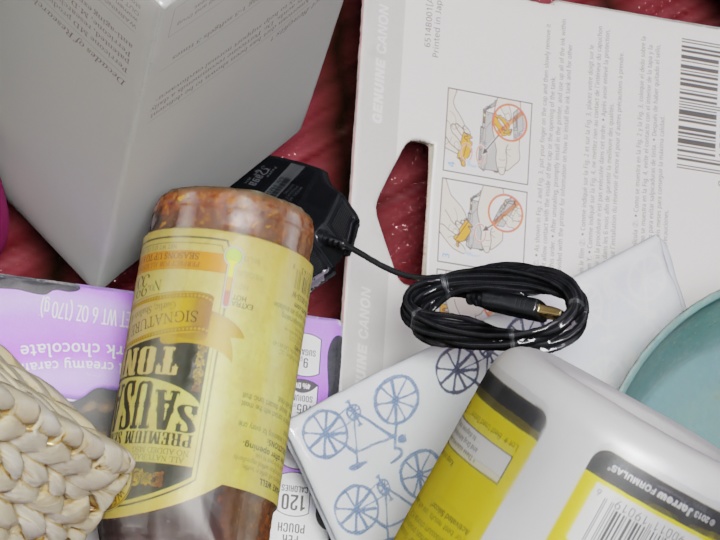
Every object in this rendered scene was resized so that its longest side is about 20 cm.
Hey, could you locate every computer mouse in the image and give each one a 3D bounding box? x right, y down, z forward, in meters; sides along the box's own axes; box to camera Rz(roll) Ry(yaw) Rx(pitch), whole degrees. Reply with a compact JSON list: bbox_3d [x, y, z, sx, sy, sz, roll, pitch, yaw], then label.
[{"bbox_3d":[0.000,0.000,0.941,0.059,0.199,0.034,-45,139,-31],"label":"computer mouse"}]

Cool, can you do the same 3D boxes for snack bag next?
[{"bbox_3d":[0.078,0.111,0.952,0.188,0.021,0.201,-24,99,-27],"label":"snack bag"}]

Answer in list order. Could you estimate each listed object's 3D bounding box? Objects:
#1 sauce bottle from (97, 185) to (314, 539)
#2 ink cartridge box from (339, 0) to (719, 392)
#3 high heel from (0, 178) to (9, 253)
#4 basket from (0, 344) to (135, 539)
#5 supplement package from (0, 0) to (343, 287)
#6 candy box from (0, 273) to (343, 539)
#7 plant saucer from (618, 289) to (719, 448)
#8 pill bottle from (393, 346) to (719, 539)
[{"bbox_3d":[-0.058,0.073,0.871,0.065,0.066,0.202,12,73,-15],"label":"sauce bottle"},{"bbox_3d":[0.070,-0.011,1.016,0.175,0.045,0.202,8,76,-18],"label":"ink cartridge box"},{"bbox_3d":[-0.135,-0.066,0.853,0.095,0.201,0.068,-9,51,11],"label":"high heel"},{"bbox_3d":[-0.207,0.054,0.785,0.200,0.198,0.161,38,87,22],"label":"basket"},{"bbox_3d":[-0.081,-0.107,0.887,0.117,0.200,0.117,43,62,12],"label":"supplement package"},{"bbox_3d":[-0.099,0.111,0.922,0.166,0.072,0.202,8,76,-17],"label":"candy box"},{"bbox_3d":[0.161,0.103,0.965,0.199,0.036,0.202,2,85,-28],"label":"plant saucer"},{"bbox_3d":[0.050,0.136,0.852,0.111,0.112,0.201,29,94,-11],"label":"pill bottle"}]
